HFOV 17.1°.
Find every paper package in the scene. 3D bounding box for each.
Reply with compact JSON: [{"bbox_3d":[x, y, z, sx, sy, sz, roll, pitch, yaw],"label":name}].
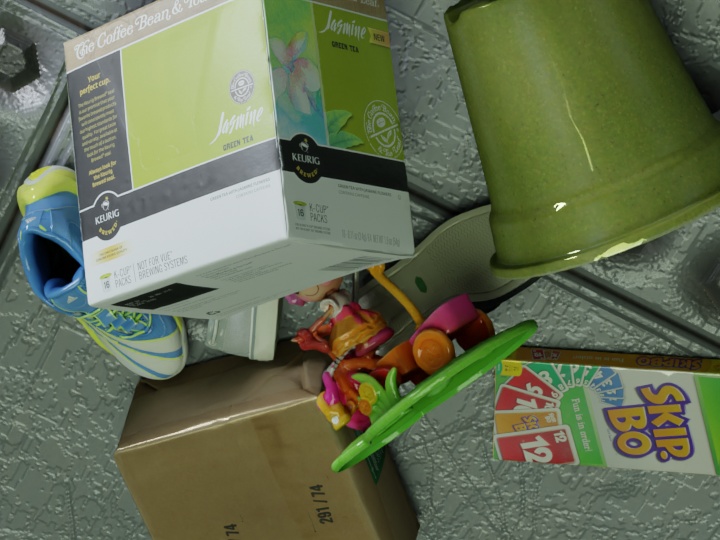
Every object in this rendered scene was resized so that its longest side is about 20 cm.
[{"bbox_3d":[-0.072,0.172,1.892,0.189,0.104,0.201,-16,116,15],"label":"paper package"}]

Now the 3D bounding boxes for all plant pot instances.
[{"bbox_3d":[0.150,-0.119,1.649,0.199,0.200,0.185,-19,100,18],"label":"plant pot"}]

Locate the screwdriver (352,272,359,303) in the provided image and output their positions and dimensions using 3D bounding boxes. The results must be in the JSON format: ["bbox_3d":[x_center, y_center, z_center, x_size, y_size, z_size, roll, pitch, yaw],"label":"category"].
[{"bbox_3d":[0.000,0.000,1.783,0.029,0.028,0.202,1,96,36],"label":"screwdriver"}]

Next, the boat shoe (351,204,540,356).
[{"bbox_3d":[0.075,0.007,1.805,0.199,0.068,0.072,-31,70,19],"label":"boat shoe"}]

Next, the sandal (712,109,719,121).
[{"bbox_3d":[0.323,-0.118,1.695,0.082,0.050,0.203,40,117,-16],"label":"sandal"}]

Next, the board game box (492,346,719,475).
[{"bbox_3d":[0.203,0.109,1.862,0.198,0.030,0.096,2,121,4],"label":"board game box"}]

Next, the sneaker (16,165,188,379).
[{"bbox_3d":[-0.205,0.022,1.821,0.075,0.105,0.200,-26,113,21],"label":"sneaker"}]

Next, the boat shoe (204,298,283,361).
[{"bbox_3d":[-0.094,-0.018,1.802,0.071,0.070,0.202,4,123,2],"label":"boat shoe"}]

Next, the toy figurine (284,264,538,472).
[{"bbox_3d":[0.001,0.021,1.734,0.200,0.150,0.185,-41,79,38],"label":"toy figurine"}]

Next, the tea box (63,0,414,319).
[{"bbox_3d":[-0.085,-0.086,1.642,0.199,0.133,0.198,-17,75,40],"label":"tea box"}]
